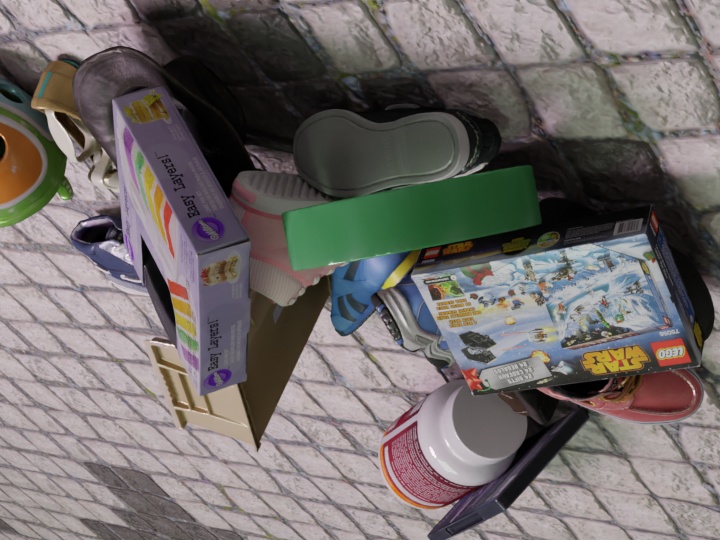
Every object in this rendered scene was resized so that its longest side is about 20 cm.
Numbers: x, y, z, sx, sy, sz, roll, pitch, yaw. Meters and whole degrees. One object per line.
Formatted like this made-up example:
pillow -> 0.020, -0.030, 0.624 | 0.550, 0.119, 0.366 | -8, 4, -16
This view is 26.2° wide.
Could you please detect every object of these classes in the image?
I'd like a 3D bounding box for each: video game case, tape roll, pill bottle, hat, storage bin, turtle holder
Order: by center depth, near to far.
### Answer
tape roll -> 0.040, -0.041, 1.207 | 0.199, 0.048, 0.200 | -11, -179, 0
hat -> -0.151, -0.129, 1.355 | 0.200, 0.081, 0.201 | 26, 145, 19
storage bin -> -0.112, 0.039, 1.494 | 0.093, 0.201, 0.199 | 18, 153, 15
turtle holder -> -0.367, -0.137, 1.519 | 0.140, 0.186, 0.132 | -12, 145, 6
video game case -> 0.153, 0.220, 1.638 | 0.019, 0.143, 0.200 | 46, 153, 3
pill bottle -> 0.100, 0.182, 1.651 | 0.113, 0.113, 0.200 | 31, 154, -6

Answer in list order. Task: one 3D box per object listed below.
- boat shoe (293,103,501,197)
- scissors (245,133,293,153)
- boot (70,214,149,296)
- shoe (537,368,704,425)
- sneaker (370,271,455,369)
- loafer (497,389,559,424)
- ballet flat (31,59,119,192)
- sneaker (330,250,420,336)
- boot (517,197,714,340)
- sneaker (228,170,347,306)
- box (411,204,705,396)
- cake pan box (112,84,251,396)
boat shoe -> 0.027, -0.098, 1.267 | 0.060, 0.076, 0.199 | -10, -167, -43
scissors -> -0.121, -0.123, 1.427 | 0.199, 0.014, 0.073 | 22, 151, 9
boot -> -0.225, -0.014, 1.649 | 0.199, 0.073, 0.090 | 1, 149, 44
shoe -> 0.220, 0.096, 1.364 | 0.199, 0.072, 0.091 | 16, -178, -10
sneaker -> 0.078, 0.039, 1.423 | 0.076, 0.077, 0.200 | 58, -169, 13
loafer -> 0.138, 0.087, 1.482 | 0.071, 0.073, 0.200 | 14, 153, 27
ballet flat -> -0.256, -0.118, 1.503 | 0.068, 0.063, 0.200 | 7, 147, 37
sneaker -> 0.000, 0.000, 1.483 | 0.078, 0.066, 0.200 | 41, 154, 2
boot -> 0.190, 0.013, 1.332 | 0.199, 0.069, 0.174 | 34, 159, -3
sneaker -> -0.039, -0.024, 1.340 | 0.199, 0.105, 0.075 | 3, -155, -40
box -> 0.157, 0.028, 1.232 | 0.199, 0.040, 0.137 | -10, 125, 28
cake pan box -> -0.148, -0.021, 1.284 | 0.201, 0.052, 0.185 | 97, 150, -52
